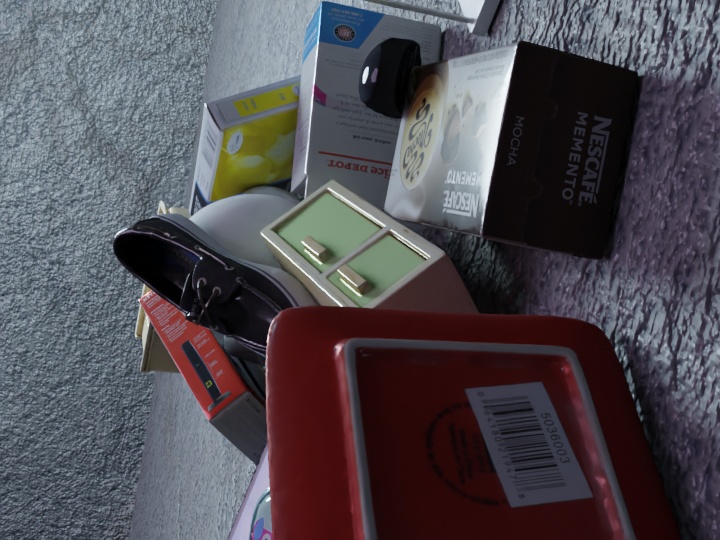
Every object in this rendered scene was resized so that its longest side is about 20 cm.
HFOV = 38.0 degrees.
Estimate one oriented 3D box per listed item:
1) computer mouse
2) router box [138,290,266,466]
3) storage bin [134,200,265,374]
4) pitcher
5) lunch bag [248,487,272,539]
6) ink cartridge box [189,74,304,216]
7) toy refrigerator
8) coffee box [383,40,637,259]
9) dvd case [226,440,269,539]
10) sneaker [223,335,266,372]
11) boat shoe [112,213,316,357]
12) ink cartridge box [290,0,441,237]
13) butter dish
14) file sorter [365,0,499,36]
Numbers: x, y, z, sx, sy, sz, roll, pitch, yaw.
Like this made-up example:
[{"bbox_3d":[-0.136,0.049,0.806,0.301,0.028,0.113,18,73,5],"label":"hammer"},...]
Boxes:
[{"bbox_3d":[0.034,-0.144,0.823,0.200,0.034,0.059,-6,-73,-75],"label":"computer mouse"},{"bbox_3d":[-0.134,0.121,1.097,0.180,0.049,0.200,51,176,37],"label":"router box"},{"bbox_3d":[-0.150,0.025,1.235,0.094,0.198,0.200,-113,35,-59],"label":"storage bin"},{"bbox_3d":[-0.090,-0.023,0.955,0.171,0.199,0.122,34,120,32],"label":"pitcher"},{"bbox_3d":[0.017,0.201,0.668,0.199,0.077,0.162,-13,62,33],"label":"lunch bag"},{"bbox_3d":[-0.068,-0.124,1.049,0.047,0.199,0.198,63,157,20],"label":"ink cartridge box"},{"bbox_3d":[0.000,0.000,0.760,0.070,0.076,0.200,59,170,-29],"label":"toy refrigerator"},{"bbox_3d":[0.088,-0.077,0.681,0.200,0.079,0.114,-154,75,-74],"label":"coffee box"},{"bbox_3d":[-0.016,0.201,0.756,0.199,0.018,0.144,15,80,41],"label":"dvd case"},{"bbox_3d":[-0.052,0.090,0.960,0.199,0.075,0.080,5,92,39],"label":"sneaker"},{"bbox_3d":[-0.117,0.014,0.805,0.200,0.066,0.070,35,121,29],"label":"boat shoe"},{"bbox_3d":[0.003,-0.124,0.932,0.068,0.114,0.202,151,126,-71],"label":"ink cartridge box"},{"bbox_3d":[0.045,0.132,0.541,0.148,0.198,0.201,104,164,-44],"label":"butter dish"},{"bbox_3d":[0.051,-0.312,0.844,0.201,0.123,0.139,-99,24,-47],"label":"file sorter"}]
